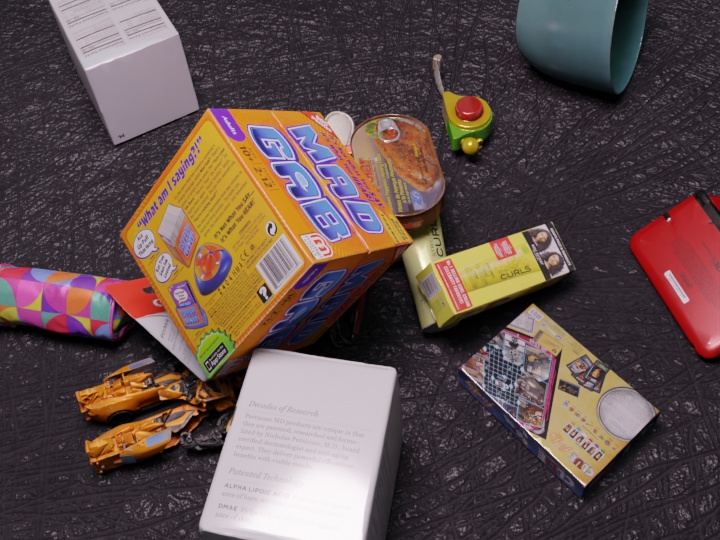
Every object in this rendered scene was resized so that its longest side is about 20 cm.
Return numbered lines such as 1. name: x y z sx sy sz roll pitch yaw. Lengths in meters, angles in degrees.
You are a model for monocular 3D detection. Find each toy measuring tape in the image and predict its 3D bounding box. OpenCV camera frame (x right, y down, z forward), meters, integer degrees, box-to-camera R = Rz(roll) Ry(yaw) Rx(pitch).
1. toy measuring tape: 0.156 -0.252 1.274 0.072 0.074 0.203 -8 55 -1

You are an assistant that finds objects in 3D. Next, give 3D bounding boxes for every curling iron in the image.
1. curling iron: 0.000 0.000 1.089 0.025 0.049 0.204 7 73 36

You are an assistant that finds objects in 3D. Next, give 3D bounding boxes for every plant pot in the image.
1. plant pot: 0.329 -0.378 1.279 0.159 0.202 0.202 14 56 28

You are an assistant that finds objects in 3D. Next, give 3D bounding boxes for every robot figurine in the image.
1. robot figurine: -0.233 0.159 1.018 0.197 0.059 0.146 -20 56 -9

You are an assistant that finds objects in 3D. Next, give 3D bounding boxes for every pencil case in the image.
1. pencil case: -0.391 0.043 1.103 0.196 0.089 0.090 6 55 12

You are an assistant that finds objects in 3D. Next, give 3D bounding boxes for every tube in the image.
1. tube: 0.080 -0.023 1.091 0.057 0.052 0.204 8 63 -43

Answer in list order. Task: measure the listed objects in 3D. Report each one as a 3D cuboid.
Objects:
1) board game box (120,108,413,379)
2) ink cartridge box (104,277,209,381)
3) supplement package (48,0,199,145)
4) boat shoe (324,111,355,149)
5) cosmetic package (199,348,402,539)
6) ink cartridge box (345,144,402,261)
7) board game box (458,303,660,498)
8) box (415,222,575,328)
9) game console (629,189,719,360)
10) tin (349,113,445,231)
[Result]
1. board game box: -0.105 -0.037 0.954 0.201 0.200 0.199 54 32 14
2. ink cartridge box: -0.194 0.046 1.051 0.199 0.048 0.159 37 27 25
3. supplement package: -0.369 -0.338 1.326 0.149 0.153 0.201 -25 56 -14
4. boat shoe: -0.053 -0.126 1.205 0.066 0.057 0.203 19 77 -1
5. cosmetic package: -0.050 0.219 0.895 0.162 0.166 0.203 7 54 10
6. ink cartridge box: -0.005 -0.092 1.147 0.196 0.045 0.180 -12 80 -5
7. board game box: 0.230 0.148 1.002 0.135 0.035 0.200 -36 59 -19
8. box: 0.170 0.003 1.059 0.197 0.050 0.076 -17 74 -27
9. game console: 0.476 0.007 1.093 0.171 0.118 0.202 -36 52 18
10. tin: 0.046 -0.130 1.110 0.110 0.042 0.202 -5 48 -5
